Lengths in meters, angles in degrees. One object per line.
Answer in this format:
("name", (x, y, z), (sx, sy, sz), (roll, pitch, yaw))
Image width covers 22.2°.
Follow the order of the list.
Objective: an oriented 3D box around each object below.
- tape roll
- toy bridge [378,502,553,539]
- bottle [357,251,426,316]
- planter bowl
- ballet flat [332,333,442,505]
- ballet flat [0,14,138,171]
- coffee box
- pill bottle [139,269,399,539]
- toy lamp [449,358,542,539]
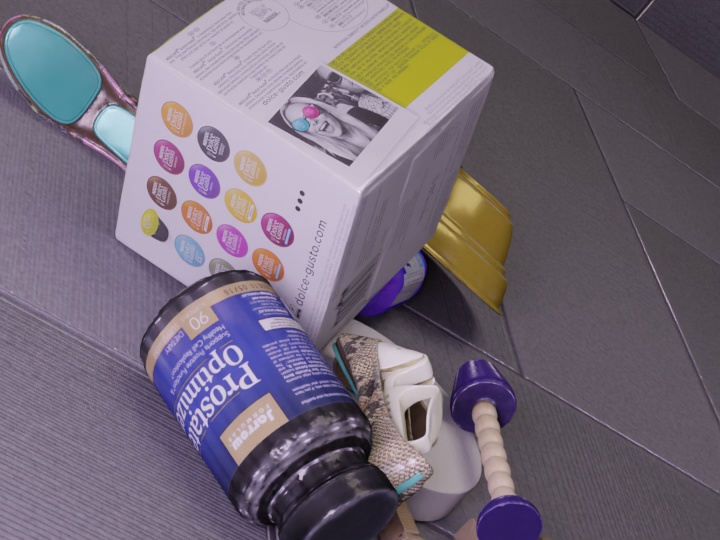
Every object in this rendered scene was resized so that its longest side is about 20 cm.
("tape roll", (0.010, 0.115, 1.480), (0.202, 0.037, 0.203), (33, 23, -16))
("toy bridge", (0.096, 0.226, 1.424), (0.199, 0.027, 0.067), (20, 32, -41))
("bottle", (0.000, 0.000, 1.607), (0.083, 0.065, 0.200), (38, 13, 9))
("planter bowl", (0.086, -0.052, 1.771), (0.200, 0.084, 0.200), (41, 1, -1))
("ballet flat", (0.026, 0.102, 1.379), (0.068, 0.075, 0.200), (55, 13, -29))
("ballet flat", (-0.225, -0.141, 1.554), (0.200, 0.069, 0.071), (39, 4, -15))
("coffee box", (-0.047, -0.092, 1.432), (0.197, 0.200, 0.200), (33, 47, 14))
("pill bottle", (-0.061, 0.105, 1.282), (0.112, 0.112, 0.200), (8, 38, -53))
("toy lamp", (0.105, 0.142, 1.465), (0.058, 0.058, 0.200), (31, 27, -23))
